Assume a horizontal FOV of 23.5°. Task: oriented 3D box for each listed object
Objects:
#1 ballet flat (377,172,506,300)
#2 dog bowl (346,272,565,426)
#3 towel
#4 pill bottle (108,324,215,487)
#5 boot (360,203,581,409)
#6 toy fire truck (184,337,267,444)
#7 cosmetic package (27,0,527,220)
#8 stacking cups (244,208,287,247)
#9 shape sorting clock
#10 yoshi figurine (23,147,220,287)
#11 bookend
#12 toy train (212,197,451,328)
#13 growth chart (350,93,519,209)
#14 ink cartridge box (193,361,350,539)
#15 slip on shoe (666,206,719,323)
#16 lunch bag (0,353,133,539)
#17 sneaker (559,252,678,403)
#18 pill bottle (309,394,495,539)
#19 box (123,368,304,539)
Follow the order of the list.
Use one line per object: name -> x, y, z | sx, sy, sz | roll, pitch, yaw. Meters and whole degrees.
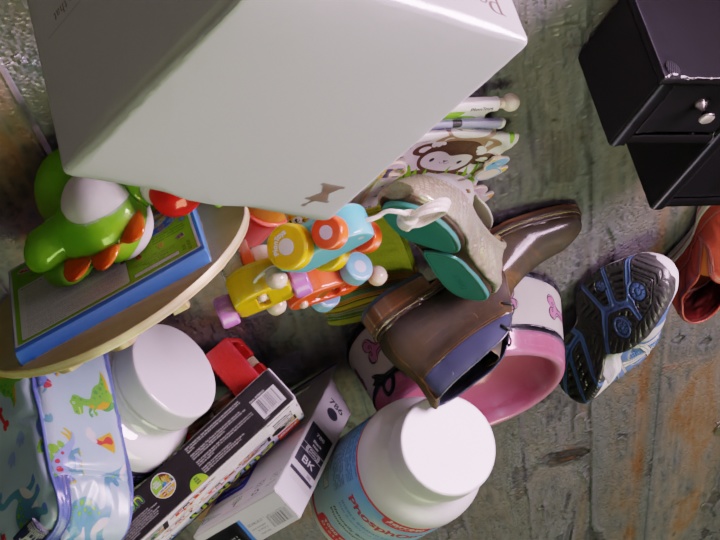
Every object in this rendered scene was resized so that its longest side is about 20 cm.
ballet flat -> 0.062, -0.039, 1.270 | 0.067, 0.063, 0.200 | 14, 165, 21
dog bowl -> 0.092, 0.080, 1.528 | 0.199, 0.074, 0.200 | -14, 153, -7
towel -> 0.000, 0.000, 1.361 | 0.086, 0.018, 0.200 | -16, 159, 3
pill bottle -> -0.209, 0.126, 1.398 | 0.111, 0.112, 0.200 | 12, 142, -44
boot -> 0.109, 0.029, 1.383 | 0.199, 0.097, 0.075 | -30, 157, -6
toy fire truck -> -0.131, 0.132, 1.501 | 0.141, 0.049, 0.200 | -43, 168, -4
cosmetic package -> -0.054, -0.158, 0.848 | 0.167, 0.201, 0.166 | 8, 144, -42
stacking cups -> -0.042, -0.080, 1.168 | 0.060, 0.061, 0.200 | 4, 149, -35
shape sorting clock -> -0.161, 0.007, 1.140 | 0.199, 0.200, 0.039 | -23, 119, 12
yoshi figurine -> -0.139, -0.076, 1.106 | 0.200, 0.113, 0.112 | -37, -173, 10
bookend -> 0.233, -0.113, 1.220 | 0.199, 0.093, 0.199 | -1, 150, -26
toy train -> -0.027, -0.019, 1.195 | 0.149, 0.056, 0.200 | -18, 167, -29
growth chart -> 0.046, -0.074, 1.270 | 0.144, 0.018, 0.200 | -8, 154, -15
ink cartridge box -> -0.068, 0.162, 1.486 | 0.099, 0.200, 0.039 | -34, 105, 30
slip on shoe -> 0.314, -0.021, 1.479 | 0.074, 0.062, 0.200 | -5, 150, -19
lunch bag -> -0.248, 0.138, 1.297 | 0.082, 0.201, 0.161 | 8, 145, -39
sneaker -> 0.236, 0.040, 1.558 | 0.077, 0.076, 0.200 | -28, 162, -31
pill bottle -> 0.036, 0.169, 1.447 | 0.108, 0.109, 0.200 | -5, 163, -22
box -> -0.132, 0.167, 1.405 | 0.200, 0.035, 0.110 | -42, 169, -7
